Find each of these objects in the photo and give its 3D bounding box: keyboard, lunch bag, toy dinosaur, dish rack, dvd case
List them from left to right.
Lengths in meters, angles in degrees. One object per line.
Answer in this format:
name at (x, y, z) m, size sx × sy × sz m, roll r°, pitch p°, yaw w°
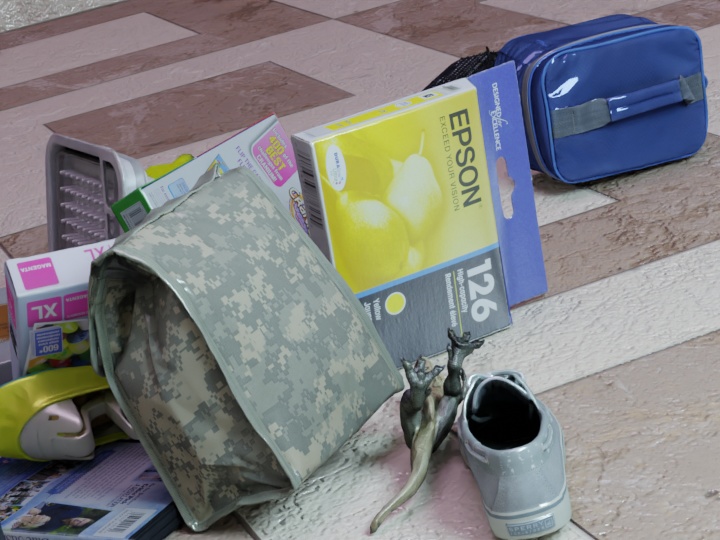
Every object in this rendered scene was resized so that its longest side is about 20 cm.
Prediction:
dvd case at (-0.194, 0.155, 1.281) m, size 0.198 × 0.018 × 0.142 m, roll -1°, pitch 20°, yaw 31°
dish rack at (-0.223, -0.028, 1.605) m, size 0.043 × 0.174 × 0.199 m, roll -7°, pitch 13°, yaw -28°
lunch bag at (-0.088, 0.043, 1.231) m, size 0.117 × 0.201 × 0.164 m, roll -25°, pitch 8°, yaw 36°
toy dinosaur at (0.045, 0.091, 1.226) m, size 0.047 × 0.089 × 0.200 m, roll 16°, pitch 25°, yaw 6°
keyboard at (0.127, -0.242, 2.217) m, size 0.103 × 0.040 × 0.200 m, roll -5°, pitch 20°, yaw 21°
lunch bag at (0.241, -0.164, 1.763) m, size 0.198 × 0.137 × 0.132 m, roll -16°, pitch 19°, yaw -17°

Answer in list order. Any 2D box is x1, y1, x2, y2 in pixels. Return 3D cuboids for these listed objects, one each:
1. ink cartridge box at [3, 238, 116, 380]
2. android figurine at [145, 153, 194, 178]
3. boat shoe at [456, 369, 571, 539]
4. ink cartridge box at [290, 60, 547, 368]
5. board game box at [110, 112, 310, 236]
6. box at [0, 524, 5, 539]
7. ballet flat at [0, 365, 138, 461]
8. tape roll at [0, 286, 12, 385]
ink cartridge box at (-0.195, 0.057, 1.349) m, size 0.118 × 0.201 × 0.042 m, roll -13°, pitch 55°, yaw -18°
android figurine at (-0.181, -0.083, 1.936) m, size 0.180 × 0.042 × 0.200 m, roll -7°, pitch 19°, yaw 13°
boat shoe at (0.096, 0.100, 1.177) m, size 0.069 × 0.072 × 0.201 m, roll -12°, pitch 17°, yaw 1°
ink cartridge box at (0.057, -0.036, 1.403) m, size 0.198 × 0.200 × 0.047 m, roll -19°, pitch 23°, yaw -20°
board game box at (-0.101, -0.029, 1.550) m, size 0.040 × 0.154 × 0.200 m, roll -26°, pitch 5°, yaw 38°
box at (-0.262, 0.198, 0.903) m, size 0.116 × 0.202 × 0.197 m, roll -3°, pitch 20°, yaw 25°
ballet flat at (-0.184, 0.100, 1.316) m, size 0.198 × 0.067 × 0.067 m, roll -15°, pitch 41°, yaw -13°
tape roll at (-0.296, 0.075, 1.503) m, size 0.198 × 0.067 × 0.201 m, roll -10°, pitch 18°, yaw 3°
